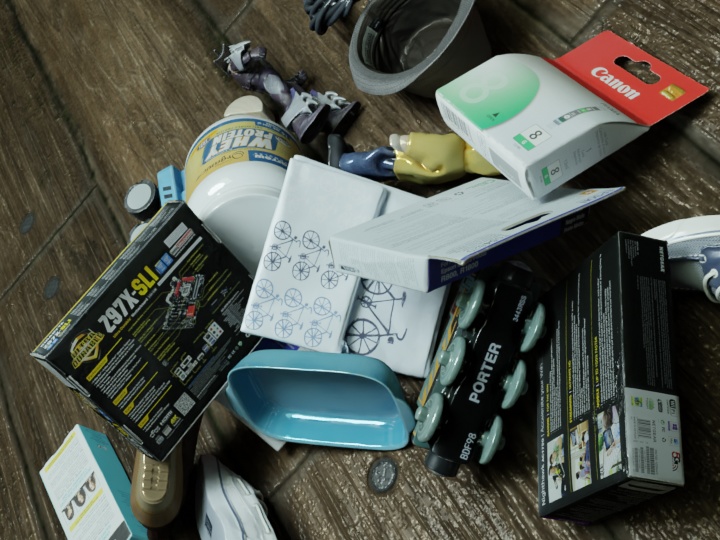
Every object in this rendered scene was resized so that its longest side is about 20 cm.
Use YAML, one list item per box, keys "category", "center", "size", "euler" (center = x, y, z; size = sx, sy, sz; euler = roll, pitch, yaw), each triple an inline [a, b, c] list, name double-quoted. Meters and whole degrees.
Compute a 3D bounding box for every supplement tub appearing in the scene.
- category: "supplement tub"
  center: [-0.122, -0.072, 1.176]
  size: [0.145, 0.144, 0.200]
  euler: [-43, 27, 15]

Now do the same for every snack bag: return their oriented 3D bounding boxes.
- category: "snack bag"
  center: [0.000, 0.000, 1.058]
  size: [0.021, 0.199, 0.190]
  euler: [130, 158, -76]

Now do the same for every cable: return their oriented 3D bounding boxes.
- category: "cable"
  center: [0.003, -0.348, 1.282]
  size: [0.162, 0.051, 0.200]
  euler: [-27, 22, 12]

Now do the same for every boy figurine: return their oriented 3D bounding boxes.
- category: "boy figurine"
  center: [0.066, -0.121, 1.094]
  size: [0.199, 0.124, 0.065]
  euler: [-8, 79, 20]

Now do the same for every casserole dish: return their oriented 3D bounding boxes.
- category: "casserole dish"
  center: [-0.037, 0.122, 1.042]
  size: [0.199, 0.122, 0.039]
  euler: [1, 45, 22]

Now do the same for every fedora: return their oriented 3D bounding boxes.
- category: "fedora"
  center: [0.078, -0.251, 1.171]
  size: [0.199, 0.090, 0.178]
  euler: [16, 76, 53]

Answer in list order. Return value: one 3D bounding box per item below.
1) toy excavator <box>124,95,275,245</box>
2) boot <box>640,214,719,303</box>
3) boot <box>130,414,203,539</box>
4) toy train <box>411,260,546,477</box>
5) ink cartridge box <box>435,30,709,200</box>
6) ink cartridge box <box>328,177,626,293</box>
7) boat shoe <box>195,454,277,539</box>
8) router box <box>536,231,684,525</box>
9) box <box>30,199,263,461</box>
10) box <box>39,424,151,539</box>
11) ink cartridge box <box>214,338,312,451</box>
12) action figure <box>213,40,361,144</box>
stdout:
- category: "toy excavator"
  center: [-0.187, -0.103, 1.333]
  size: [0.199, 0.100, 0.195]
  euler: [-24, 55, 13]
- category: "boot"
  center: [0.303, 0.008, 0.849]
  size: [0.199, 0.073, 0.091]
  euler: [-12, 55, 36]
- category: "boot"
  center: [-0.207, 0.182, 1.150]
  size: [0.167, 0.072, 0.201]
  euler: [109, 172, -64]
- category: "toy train"
  center: [0.103, 0.084, 0.958]
  size: [0.114, 0.085, 0.201]
  euler: [-119, 49, -82]
- category: "ink cartridge box"
  center: [0.194, -0.166, 0.995]
  size: [0.199, 0.050, 0.161]
  euler: [-33, 43, -7]
- category: "ink cartridge box"
  center: [0.104, -0.034, 0.959]
  size: [0.200, 0.199, 0.041]
  euler: [12, 119, 56]
- category: "boat shoe"
  center: [-0.129, 0.252, 1.099]
  size: [0.200, 0.065, 0.074]
  euler: [-130, 47, -63]
- category: "router box"
  center: [0.196, 0.090, 0.864]
  size: [0.149, 0.051, 0.201]
  euler: [128, 150, -61]
- category: "box"
  center: [-0.190, 0.058, 1.035]
  size: [0.200, 0.160, 0.049]
  euler: [-52, 27, -19]
- category: "box"
  center: [-0.308, 0.277, 1.251]
  size: [0.082, 0.049, 0.200]
  euler: [-51, 45, 8]
- category: "ink cartridge box"
  center: [-0.060, 0.082, 1.115]
  size: [0.095, 0.037, 0.200]
  euler: [39, 98, 2]
- category: "action figure"
  center: [-0.098, -0.225, 1.294]
  size: [0.200, 0.130, 0.070]
  euler: [39, 108, 29]
